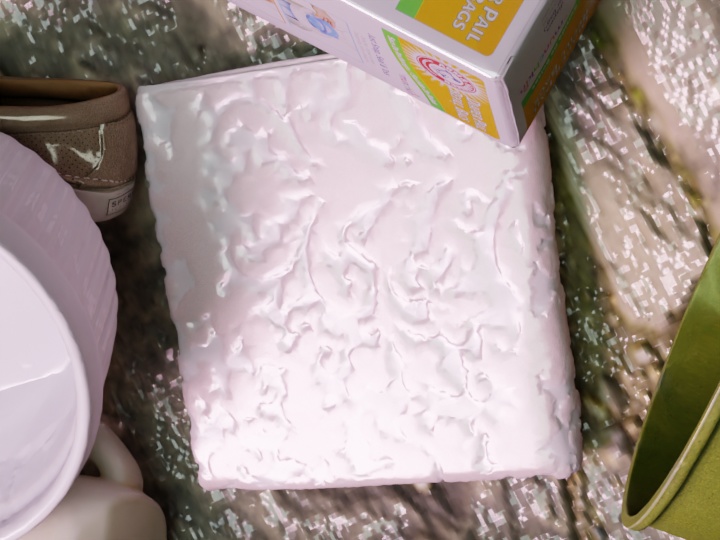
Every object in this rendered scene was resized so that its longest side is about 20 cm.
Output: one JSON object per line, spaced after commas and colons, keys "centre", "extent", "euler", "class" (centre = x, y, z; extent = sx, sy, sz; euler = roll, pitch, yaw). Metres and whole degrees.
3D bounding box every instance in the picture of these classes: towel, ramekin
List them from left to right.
{"centre": [-0.202, 0.022, 0.925], "extent": [0.200, 0.105, 0.200], "euler": [5, 121, 8], "class": "ramekin"}
{"centre": [0.000, 0.000, 0.941], "extent": [0.191, 0.032, 0.200], "euler": [-6, 97, 21], "class": "towel"}

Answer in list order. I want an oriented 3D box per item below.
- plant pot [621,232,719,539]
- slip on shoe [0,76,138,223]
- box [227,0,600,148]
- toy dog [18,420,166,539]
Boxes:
{"centre": [0.228, 0.045, 0.795], "extent": [0.193, 0.200, 0.201], "euler": [24, 107, 2], "class": "plant pot"}
{"centre": [-0.200, -0.075, 0.973], "extent": [0.200, 0.076, 0.061], "euler": [15, 118, 13], "class": "slip on shoe"}
{"centre": [0.003, -0.152, 0.858], "extent": [0.200, 0.101, 0.113], "euler": [29, 83, 13], "class": "box"}
{"centre": [-0.196, 0.169, 0.987], "extent": [0.200, 0.140, 0.194], "euler": [-8, 85, 21], "class": "toy dog"}
